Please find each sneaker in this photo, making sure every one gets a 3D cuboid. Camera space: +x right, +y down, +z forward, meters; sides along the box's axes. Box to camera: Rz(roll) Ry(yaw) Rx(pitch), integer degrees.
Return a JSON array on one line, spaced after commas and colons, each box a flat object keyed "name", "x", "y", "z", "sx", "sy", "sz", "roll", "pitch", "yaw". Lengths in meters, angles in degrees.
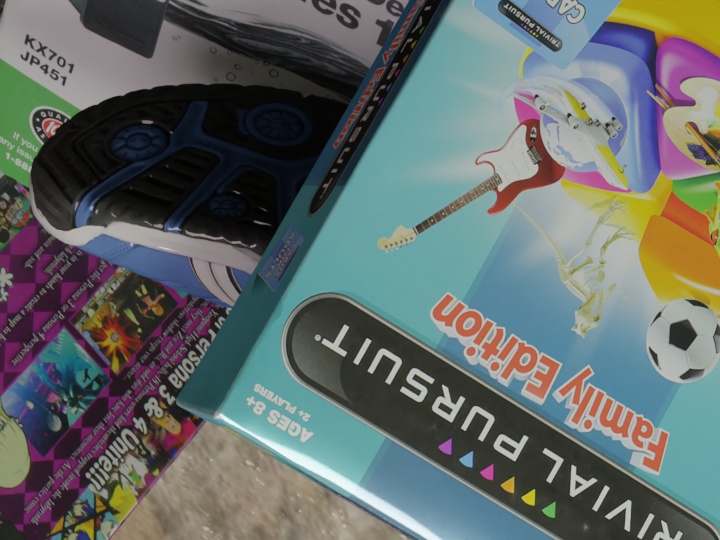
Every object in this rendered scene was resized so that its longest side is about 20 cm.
[{"name": "sneaker", "x": 0.000, "y": 0.000, "z": 0.778, "sx": 0.199, "sy": 0.076, "sz": 0.077, "roll": 11, "pitch": 132, "yaw": -6}]

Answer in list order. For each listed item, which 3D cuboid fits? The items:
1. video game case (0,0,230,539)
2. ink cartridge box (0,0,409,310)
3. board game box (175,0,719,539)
[{"name": "video game case", "x": -0.129, "y": 0.004, "z": 0.895, "sx": 0.181, "sy": 0.200, "sz": 0.036, "roll": 48, "pitch": 137, "yaw": -10}, {"name": "ink cartridge box", "x": -0.028, "y": -0.091, "z": 0.834, "sx": 0.146, "sy": 0.083, "sz": 0.200, "roll": 31, "pitch": 135, "yaw": 7}, {"name": "board game box", "x": 0.067, "y": -0.012, "z": 0.719, "sx": 0.151, "sy": 0.201, "sz": 0.047, "roll": 31, "pitch": 173, "yaw": -16}]
